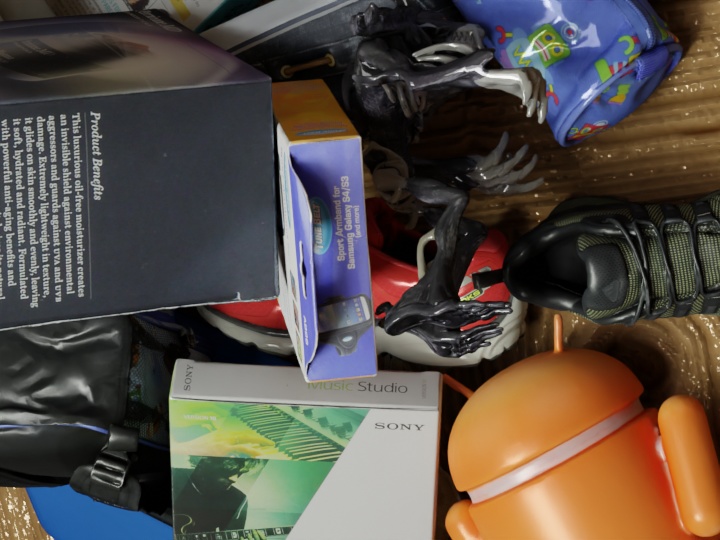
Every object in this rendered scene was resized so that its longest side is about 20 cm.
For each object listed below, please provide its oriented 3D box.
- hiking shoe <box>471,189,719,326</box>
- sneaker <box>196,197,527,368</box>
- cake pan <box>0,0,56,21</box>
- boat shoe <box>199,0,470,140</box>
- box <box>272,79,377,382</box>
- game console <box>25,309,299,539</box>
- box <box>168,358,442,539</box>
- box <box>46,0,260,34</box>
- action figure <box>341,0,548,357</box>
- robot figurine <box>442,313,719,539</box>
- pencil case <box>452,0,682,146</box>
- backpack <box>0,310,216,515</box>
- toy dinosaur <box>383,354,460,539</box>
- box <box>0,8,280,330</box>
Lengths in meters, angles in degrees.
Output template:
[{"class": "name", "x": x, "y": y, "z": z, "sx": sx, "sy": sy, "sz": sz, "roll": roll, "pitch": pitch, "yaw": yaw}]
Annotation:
[{"class": "hiking shoe", "x": 0.157, "y": 0.001, "z": 1.288, "sx": 0.200, "sy": 0.101, "sz": 0.076, "roll": -6, "pitch": 104, "yaw": 39}, {"class": "sneaker", "x": 0.000, "y": 0.000, "z": 1.428, "sx": 0.200, "sy": 0.077, "sz": 0.085, "roll": 2, "pitch": 110, "yaw": 25}, {"class": "cake pan", "x": -0.210, "y": -0.115, "z": 1.510, "sx": 0.200, "sy": 0.037, "sz": 0.200, "roll": 46, "pitch": 155, "yaw": 29}, {"class": "boat shoe", "x": -0.027, "y": -0.105, "z": 1.406, "sx": 0.200, "sy": 0.071, "sz": 0.091, "roll": -22, "pitch": 91, "yaw": 36}, {"class": "box", "x": -0.021, "y": -0.022, "z": 1.286, "sx": 0.041, "sy": 0.200, "sz": 0.119, "roll": -6, "pitch": 104, "yaw": -7}, {"class": "game console", "x": -0.117, "y": 0.116, "z": 1.590, "sx": 0.200, "sy": 0.118, "sz": 0.171, "roll": 23, "pitch": 88, "yaw": 28}, {"class": "box", "x": -0.030, "y": 0.136, "z": 1.408, "sx": 0.144, "sy": 0.036, "sz": 0.200, "roll": 2, "pitch": 127, "yaw": 2}, {"class": "box", "x": -0.108, "y": -0.166, "z": 1.462, "sx": 0.200, "sy": 0.049, "sz": 0.082, "roll": -39, "pitch": 81, "yaw": 39}, {"class": "action figure", "x": 0.044, "y": -0.062, "z": 1.277, "sx": 0.102, "sy": 0.119, "sz": 0.200, "roll": -6, "pitch": 72, "yaw": 4}, {"class": "robot figurine", "x": 0.122, "y": 0.126, "z": 1.352, "sx": 0.200, "sy": 0.117, "sz": 0.144, "roll": 61, "pitch": 162, "yaw": 2}, {"class": "pencil case", "x": 0.080, "y": -0.162, "z": 1.303, "sx": 0.200, "sy": 0.078, "sz": 0.087, "roll": 54, "pitch": 145, "yaw": 7}, {"class": "backpack", "x": -0.173, "y": 0.062, "z": 1.457, "sx": 0.200, "sy": 0.190, "sz": 0.154, "roll": 4, "pitch": 75, "yaw": 21}, {"class": "toy dinosaur", "x": 0.022, "y": 0.148, "z": 1.472, "sx": 0.101, "sy": 0.058, "sz": 0.200, "roll": -14, "pitch": 97, "yaw": 38}, {"class": "box", "x": -0.166, "y": -0.056, "z": 1.311, "sx": 0.200, "sy": 0.198, "sz": 0.123, "roll": -144, "pitch": 51, "yaw": -63}]
